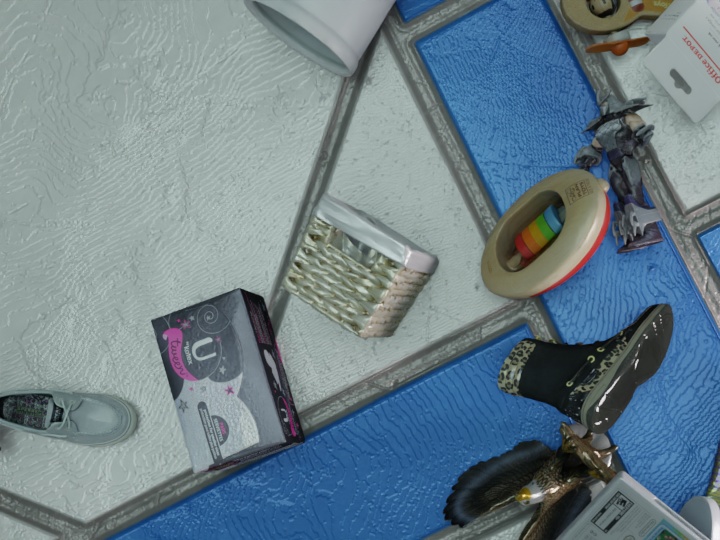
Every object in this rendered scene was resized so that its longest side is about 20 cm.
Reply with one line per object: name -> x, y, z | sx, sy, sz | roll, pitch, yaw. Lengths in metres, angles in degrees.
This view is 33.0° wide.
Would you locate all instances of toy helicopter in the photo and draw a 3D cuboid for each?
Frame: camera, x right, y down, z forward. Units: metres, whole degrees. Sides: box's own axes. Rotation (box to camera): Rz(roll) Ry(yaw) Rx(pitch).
toy helicopter -> 0.348, -0.325, 1.527 | 0.196, 0.079, 0.135 | 8, 77, 0

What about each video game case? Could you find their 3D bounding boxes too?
video game case -> 0.306, 0.353, 1.387 | 0.181, 0.024, 0.201 | 38, 115, 2

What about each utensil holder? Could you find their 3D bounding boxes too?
utensil holder -> -0.028, -0.381, 1.559 | 0.169, 0.170, 0.202 | 32, 88, 13

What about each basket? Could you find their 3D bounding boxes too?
basket -> 0.000, 0.000, 1.487 | 0.135, 0.200, 0.124 | 32, 94, 13

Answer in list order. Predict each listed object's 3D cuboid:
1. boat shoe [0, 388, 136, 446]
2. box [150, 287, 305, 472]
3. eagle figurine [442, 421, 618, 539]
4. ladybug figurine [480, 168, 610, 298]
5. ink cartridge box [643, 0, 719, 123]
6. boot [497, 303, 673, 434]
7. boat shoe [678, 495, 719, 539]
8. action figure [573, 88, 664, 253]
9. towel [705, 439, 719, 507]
boat shoe -> -0.396, 0.193, 1.601 | 0.197, 0.071, 0.071 | 4, 83, 12
box -> -0.168, 0.141, 1.541 | 0.130, 0.115, 0.203 | -19, 79, 7
eagle figurine -> 0.213, 0.271, 1.460 | 0.201, 0.149, 0.153 | -51, 30, 30
ladybug figurine -> 0.233, -0.039, 1.484 | 0.200, 0.071, 0.137 | -41, 42, 31
ink cartridge box -> 0.432, -0.291, 1.484 | 0.117, 0.067, 0.200 | 43, 91, -17
boot -> 0.274, 0.098, 1.474 | 0.152, 0.074, 0.204 | 15, 49, 40
boat shoe -> 0.405, 0.366, 1.427 | 0.064, 0.073, 0.204 | 6, 92, -25
action figure -> 0.319, -0.126, 1.484 | 0.068, 0.130, 0.203 | -11, 84, -19
towel -> 0.495, 0.230, 1.446 | 0.142, 0.023, 0.203 | 18, 86, 12
